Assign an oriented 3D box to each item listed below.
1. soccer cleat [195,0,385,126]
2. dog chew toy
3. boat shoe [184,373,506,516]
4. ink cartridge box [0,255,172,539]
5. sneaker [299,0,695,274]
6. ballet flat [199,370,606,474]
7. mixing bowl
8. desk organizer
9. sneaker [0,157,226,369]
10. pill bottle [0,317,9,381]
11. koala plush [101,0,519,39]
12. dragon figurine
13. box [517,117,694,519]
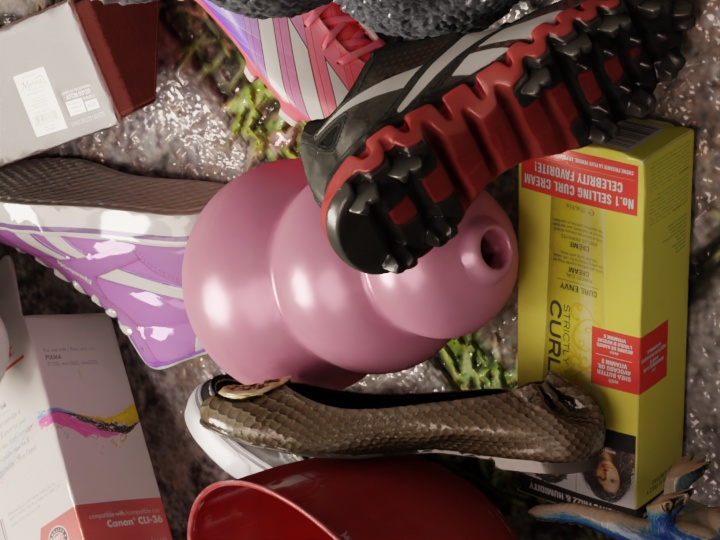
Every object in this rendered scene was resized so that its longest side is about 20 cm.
[{"bbox_3d":[-0.034,-0.136,1.132,0.200,0.067,0.077,43,125,16],"label":"soccer cleat"},{"bbox_3d":[0.000,0.000,1.116,0.200,0.124,0.125,-7,106,50],"label":"dog chew toy"},{"bbox_3d":[-0.006,0.101,1.221,0.200,0.070,0.066,32,122,22],"label":"boat shoe"},{"bbox_3d":[-0.190,0.102,1.343,0.116,0.067,0.200,-34,66,43],"label":"ink cartridge box"},{"bbox_3d":[0.056,-0.082,1.025,0.098,0.200,0.071,49,170,48],"label":"sneaker"},{"bbox_3d":[0.020,0.067,1.085,0.199,0.067,0.047,4,102,10],"label":"ballet flat"},{"bbox_3d":[0.018,0.167,1.117,0.200,0.108,0.200,36,143,33],"label":"mixing bowl"},{"bbox_3d":[-0.189,-0.104,1.259,0.200,0.077,0.072,-14,102,42],"label":"desk organizer"},{"bbox_3d":[-0.150,0.002,1.286,0.200,0.073,0.115,12,121,34],"label":"sneaker"},{"bbox_3d":[-0.291,0.008,1.326,0.200,0.114,0.114,43,136,47],"label":"pill bottle"},{"bbox_3d":[-0.016,-0.171,1.004,0.177,0.200,0.184,-2,110,39],"label":"koala plush"},{"bbox_3d":[0.179,0.141,1.056,0.199,0.059,0.100,-11,103,16],"label":"dragon figurine"},{"bbox_3d":[0.119,0.023,1.092,0.075,0.050,0.201,17,121,33],"label":"box"}]
